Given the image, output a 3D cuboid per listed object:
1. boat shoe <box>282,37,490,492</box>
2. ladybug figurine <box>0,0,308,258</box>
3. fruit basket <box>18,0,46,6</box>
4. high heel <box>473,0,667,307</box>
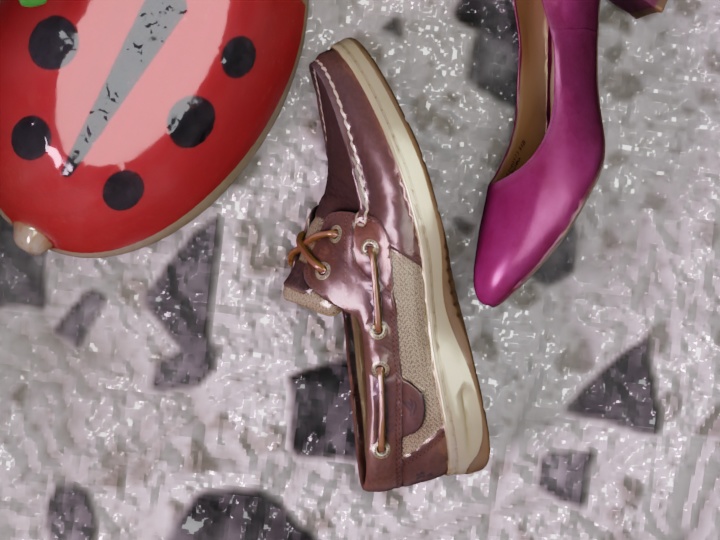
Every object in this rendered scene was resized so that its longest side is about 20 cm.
[{"bbox_3d":[0.000,0.000,1.294,0.071,0.072,0.201,-15,97,-8],"label":"boat shoe"},{"bbox_3d":[-0.096,-0.096,1.281,0.135,0.072,0.201,27,86,-6],"label":"ladybug figurine"},{"bbox_3d":[-0.157,-0.215,1.202,0.155,0.216,0.217,25,86,-6],"label":"fruit basket"},{"bbox_3d":[0.068,-0.088,1.302,0.096,0.067,0.201,28,71,-15],"label":"high heel"}]
